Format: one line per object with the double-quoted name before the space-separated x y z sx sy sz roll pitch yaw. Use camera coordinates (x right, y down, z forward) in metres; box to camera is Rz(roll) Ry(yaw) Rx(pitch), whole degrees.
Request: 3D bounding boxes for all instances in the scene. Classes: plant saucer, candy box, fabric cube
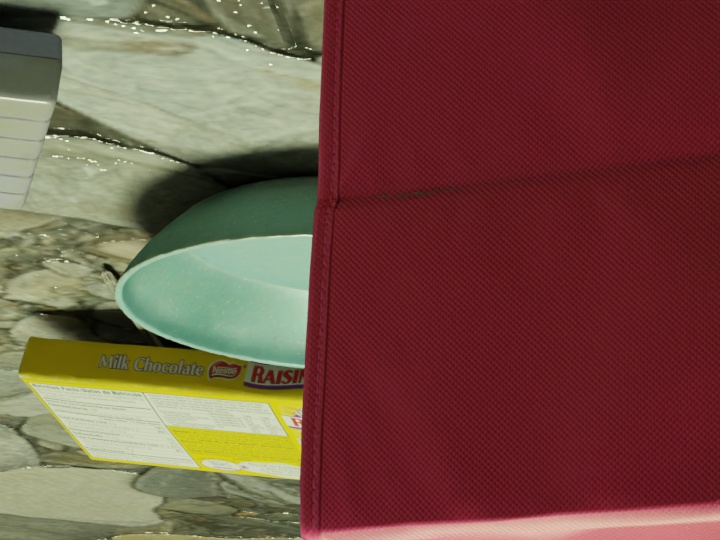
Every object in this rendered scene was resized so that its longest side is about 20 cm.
"plant saucer" 0.000 0.000 1.060 0.198 0.036 0.200 2 163 1
"candy box" -0.051 0.068 1.216 0.198 0.027 0.102 4 153 17
"fabric cube" 0.116 0.001 0.758 0.198 0.202 0.196 -6 160 25

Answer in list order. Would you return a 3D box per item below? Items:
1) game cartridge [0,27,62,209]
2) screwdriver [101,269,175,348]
"game cartridge" -0.206 -0.063 0.889 0.198 0.039 0.130 6 159 -12
"screwdriver" -0.092 0.034 1.224 0.029 0.028 0.200 -26 157 -6
